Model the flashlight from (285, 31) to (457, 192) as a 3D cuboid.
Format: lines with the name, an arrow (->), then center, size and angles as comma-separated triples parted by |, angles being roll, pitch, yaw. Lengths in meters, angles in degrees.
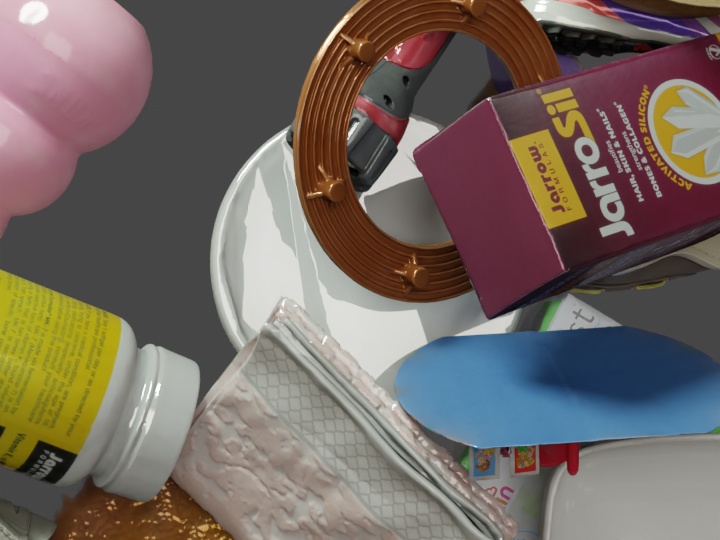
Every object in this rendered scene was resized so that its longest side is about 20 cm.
flashlight -> 0.032, -0.147, 1.167 | 0.068, 0.068, 0.200 | 38, 78, -29

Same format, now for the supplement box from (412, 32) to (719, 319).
supplement box -> 0.146, -0.058, 1.120 | 0.199, 0.086, 0.111 | -18, 81, -35

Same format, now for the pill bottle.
pill bottle -> -0.207, 0.065, 1.167 | 0.199, 0.114, 0.115 | 23, 80, -17

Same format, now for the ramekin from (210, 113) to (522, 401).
ramekin -> 0.000, 0.000, 1.227 | 0.201, 0.094, 0.203 | 1, 83, -9

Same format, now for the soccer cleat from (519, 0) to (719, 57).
soccer cleat -> 0.196, -0.168, 1.207 | 0.199, 0.068, 0.074 | 8, 81, -5

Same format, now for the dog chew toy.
dog chew toy -> -0.221, -0.093, 1.194 | 0.124, 0.125, 0.200 | 37, 87, -3

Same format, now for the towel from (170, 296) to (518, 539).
towel -> -0.019, 0.139, 1.157 | 0.200, 0.191, 0.032 | 44, 47, 8

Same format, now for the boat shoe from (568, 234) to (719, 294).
boat shoe -> 0.189, -0.022, 1.246 | 0.200, 0.059, 0.072 | -9, 77, -47

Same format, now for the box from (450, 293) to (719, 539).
box -> 0.148, 0.144, 1.233 | 0.176, 0.097, 0.201 | 32, 81, -6

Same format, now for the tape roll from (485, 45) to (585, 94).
tape roll -> 0.189, -0.164, 1.280 | 0.199, 0.085, 0.201 | 1, 84, -9

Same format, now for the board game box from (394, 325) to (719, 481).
board game box -> 0.119, 0.083, 1.121 | 0.199, 0.158, 0.039 | -3, 111, -7

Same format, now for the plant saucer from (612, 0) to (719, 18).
plant saucer -> 0.180, -0.218, 1.186 | 0.199, 0.036, 0.201 | 10, 45, -11

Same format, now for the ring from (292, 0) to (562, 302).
ring -> 0.049, -0.078, 1.139 | 0.200, 0.019, 0.201 | -8, 105, -32

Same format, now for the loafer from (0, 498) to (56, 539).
loafer -> -0.223, 0.175, 1.189 | 0.070, 0.070, 0.200 | -37, 96, -19

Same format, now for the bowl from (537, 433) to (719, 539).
bowl -> 0.197, 0.199, 1.151 | 0.199, 0.075, 0.201 | 1, 86, -10
